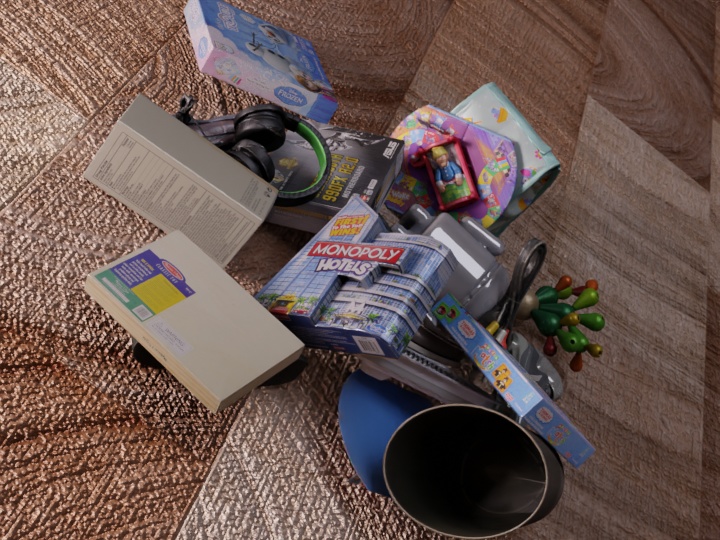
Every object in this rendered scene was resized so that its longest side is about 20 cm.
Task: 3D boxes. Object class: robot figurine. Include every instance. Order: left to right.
[{"bbox_3d":[0.121,0.002,1.501,0.200,0.113,0.170,44,74,1],"label":"robot figurine"}]

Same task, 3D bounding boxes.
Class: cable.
[{"bbox_3d":[0.197,0.058,1.445,0.050,0.200,0.097,39,4,41],"label":"cable"}]

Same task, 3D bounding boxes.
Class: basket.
[{"bbox_3d":[0.145,0.225,1.231,0.200,0.180,0.136,26,71,-63],"label":"basket"}]

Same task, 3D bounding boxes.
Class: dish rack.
[{"bbox_3d":[0.057,0.118,1.338,0.200,0.044,0.172,27,0,-20],"label":"dish rack"}]

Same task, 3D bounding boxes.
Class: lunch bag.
[{"bbox_3d":[0.185,-0.154,1.639,0.122,0.200,0.170,-15,65,-48],"label":"lunch bag"}]

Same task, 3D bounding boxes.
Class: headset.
[{"bbox_3d":[-0.129,-0.156,1.360,0.200,0.094,0.124,19,60,-8],"label":"headset"}]

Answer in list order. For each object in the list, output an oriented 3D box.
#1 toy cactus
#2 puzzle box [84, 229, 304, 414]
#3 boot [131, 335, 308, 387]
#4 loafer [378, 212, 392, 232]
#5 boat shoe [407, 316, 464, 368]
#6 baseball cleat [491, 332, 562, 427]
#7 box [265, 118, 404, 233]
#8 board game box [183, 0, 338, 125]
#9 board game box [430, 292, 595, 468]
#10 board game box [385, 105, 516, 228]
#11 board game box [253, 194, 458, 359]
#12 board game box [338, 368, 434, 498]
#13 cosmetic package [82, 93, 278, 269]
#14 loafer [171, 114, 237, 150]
[{"bbox_3d":[0.268,0.063,1.606,0.165,0.102,0.200,14,35,2],"label":"toy cactus"},{"bbox_3d":[-0.172,0.048,1.161,0.200,0.025,0.133,41,43,17],"label":"puzzle box"},{"bbox_3d":[-0.158,0.047,1.241,0.200,0.077,0.138,18,39,-31],"label":"boot"},{"bbox_3d":[0.007,-0.014,1.451,0.072,0.073,0.200,-6,57,-40],"label":"loafer"},{"bbox_3d":[0.044,0.053,1.364,0.200,0.060,0.072,28,-2,6],"label":"boat shoe"},{"bbox_3d":[0.225,0.165,1.477,0.106,0.070,0.200,31,40,-16],"label":"baseball cleat"},{"bbox_3d":[-0.042,-0.123,1.469,0.158,0.048,0.200,14,37,11],"label":"box"},{"bbox_3d":[-0.142,-0.303,1.575,0.199,0.043,0.200,19,29,-28],"label":"board game box"},{"bbox_3d":[0.176,0.127,1.294,0.151,0.037,0.200,43,7,-45],"label":"board game box"},{"bbox_3d":[0.116,-0.139,1.567,0.200,0.158,0.039,27,6,18],"label":"board game box"},{"bbox_3d":[0.000,0.000,1.279,0.200,0.200,0.062,-57,133,-32],"label":"board game box"},{"bbox_3d":[0.036,0.206,1.289,0.200,0.039,0.158,27,41,-37],"label":"board game box"},{"bbox_3d":[-0.210,-0.102,1.309,0.200,0.104,0.073,36,37,-12],"label":"cosmetic package"},{"bbox_3d":[-0.191,-0.161,1.424,0.200,0.072,0.063,-5,76,-37],"label":"loafer"}]
